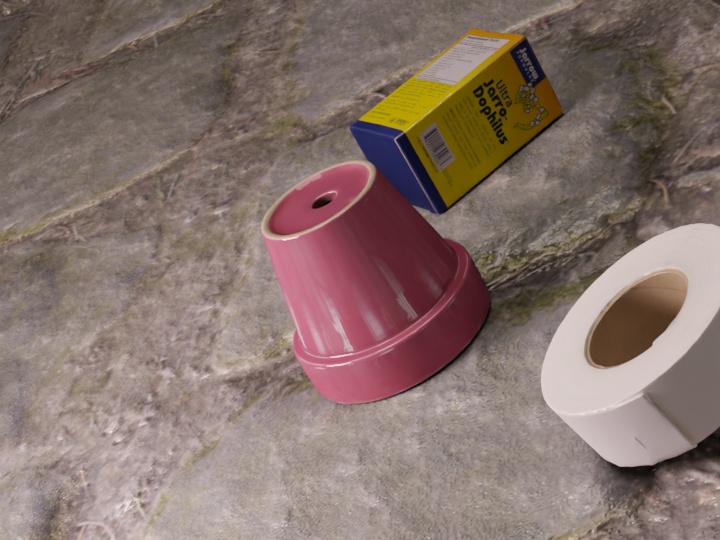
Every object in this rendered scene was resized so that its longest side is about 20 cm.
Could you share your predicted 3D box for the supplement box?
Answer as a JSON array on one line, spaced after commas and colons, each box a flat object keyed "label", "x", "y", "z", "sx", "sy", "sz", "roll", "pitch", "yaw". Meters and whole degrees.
[{"label": "supplement box", "x": 0.109, "y": -0.171, "z": 1.999, "sx": 0.200, "sy": 0.110, "sz": 0.109, "roll": -39, "pitch": 27, "yaw": -16}]

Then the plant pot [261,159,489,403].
[{"label": "plant pot", "x": 0.000, "y": 0.000, "z": 1.726, "sx": 0.200, "sy": 0.179, "sz": 0.200, "roll": -26, "pitch": 26, "yaw": 13}]

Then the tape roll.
[{"label": "tape roll", "x": 0.242, "y": 0.059, "z": 1.423, "sx": 0.202, "sy": 0.071, "sz": 0.203, "roll": -39, "pitch": 22, "yaw": 19}]
